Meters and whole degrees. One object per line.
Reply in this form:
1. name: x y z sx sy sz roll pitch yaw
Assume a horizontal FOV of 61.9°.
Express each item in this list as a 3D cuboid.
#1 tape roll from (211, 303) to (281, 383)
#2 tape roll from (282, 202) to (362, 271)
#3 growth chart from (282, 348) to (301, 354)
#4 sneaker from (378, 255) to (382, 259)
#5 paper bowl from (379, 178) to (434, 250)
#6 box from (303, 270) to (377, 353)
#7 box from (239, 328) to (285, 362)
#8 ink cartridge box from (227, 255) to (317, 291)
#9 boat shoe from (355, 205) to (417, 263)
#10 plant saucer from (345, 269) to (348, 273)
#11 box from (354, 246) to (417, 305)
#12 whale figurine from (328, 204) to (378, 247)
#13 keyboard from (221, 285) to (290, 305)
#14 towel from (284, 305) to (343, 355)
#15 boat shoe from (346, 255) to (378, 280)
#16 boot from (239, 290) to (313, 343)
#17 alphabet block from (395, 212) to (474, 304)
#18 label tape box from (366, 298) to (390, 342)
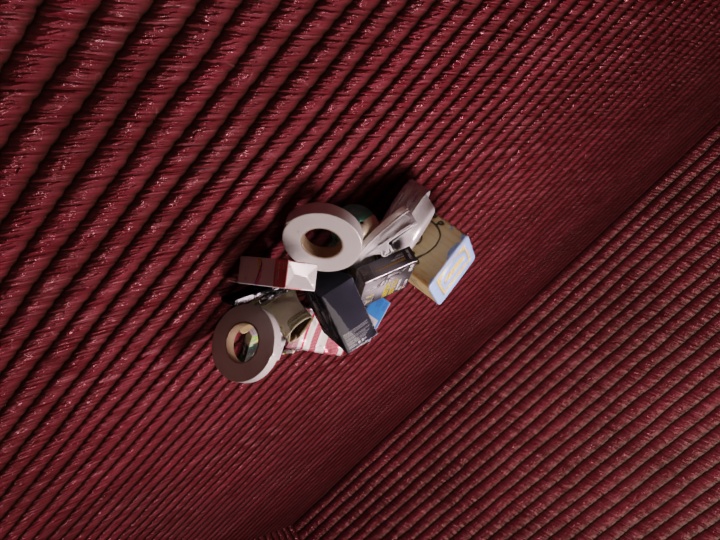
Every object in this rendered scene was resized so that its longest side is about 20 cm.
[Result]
1. tape roll: -0.298 0.190 1.565 0.202 0.204 0.037 -43 153 10
2. tape roll: -0.092 -0.078 1.455 0.198 0.038 0.205 4 139 4
3. growth chart: -0.150 0.243 1.934 0.195 0.018 0.144 -10 175 -19
4. sneaker: 0.061 -0.004 1.765 0.089 0.067 0.202 -39 153 -33
5. paper bowl: 0.128 -0.136 1.633 0.203 0.103 0.201 -57 174 -8
6. box: -0.066 0.098 1.651 0.103 0.199 0.185 -30 112 -15
7. box: -0.292 0.226 1.821 0.142 0.036 0.202 -19 146 -36
8. ink cartridge box: -0.216 0.005 1.459 0.116 0.196 0.069 9 86 -56
9. boat shoe: 0.061 -0.075 1.527 0.199 0.069 0.072 -42 172 12
10. plant saucer: 0.009 0.001 1.855 0.199 0.039 0.202 -31 154 -17
11. box: 0.061 0.022 1.624 0.156 0.049 0.201 -24 161 -15
12. whale figurine: -0.033 -0.105 1.588 0.158 0.105 0.200 -37 178 -21
13. keyboard: -0.250 0.062 1.542 0.197 0.103 0.041 -21 109 -33
14. towel: -0.120 0.189 1.838 0.196 0.023 0.147 13 110 -26
15. boat shoe: 0.000 0.000 1.689 0.067 0.075 0.203 -18 137 -27
16. boot: -0.234 0.139 1.618 0.199 0.155 0.072 -40 154 4
17. alphabet block: 0.204 -0.051 1.801 0.196 0.199 0.197 -51 155 -6
18. label tape box: 0.016 0.166 1.956 0.146 0.063 0.200 -59 -175 -18
